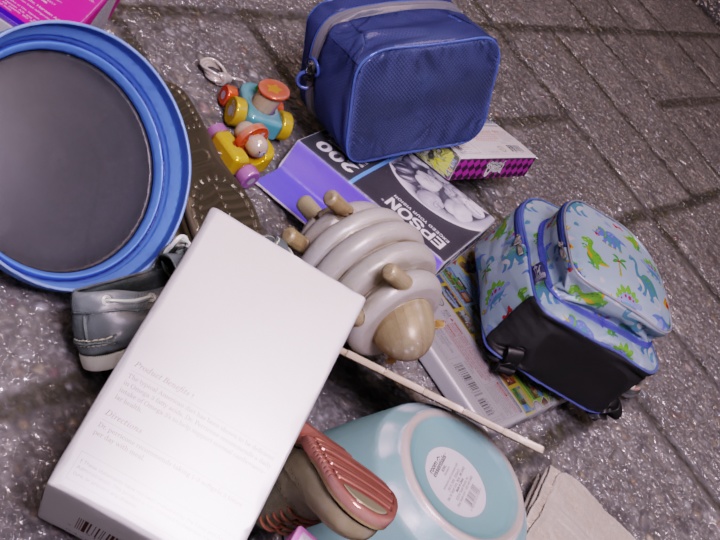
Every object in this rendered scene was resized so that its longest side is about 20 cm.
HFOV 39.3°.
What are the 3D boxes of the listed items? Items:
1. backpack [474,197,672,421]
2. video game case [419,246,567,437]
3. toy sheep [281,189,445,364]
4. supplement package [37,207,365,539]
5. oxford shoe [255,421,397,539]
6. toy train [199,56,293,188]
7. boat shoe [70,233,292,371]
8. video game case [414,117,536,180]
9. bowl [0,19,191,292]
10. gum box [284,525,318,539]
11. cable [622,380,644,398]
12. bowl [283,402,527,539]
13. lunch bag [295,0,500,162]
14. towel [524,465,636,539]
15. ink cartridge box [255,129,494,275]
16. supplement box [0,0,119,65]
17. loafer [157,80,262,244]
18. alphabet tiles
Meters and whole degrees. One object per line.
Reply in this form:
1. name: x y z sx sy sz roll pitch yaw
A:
1. backpack: 0.217 0.018 1.038 0.182 0.147 0.201 27 34 -25
2. video game case: 0.116 0.067 1.031 0.181 0.023 0.201 -11 60 -50
3. toy sheep: 0.000 0.000 0.894 0.137 0.138 0.201 -1 48 -45
4. supplement package: -0.100 0.085 0.641 0.116 0.117 0.201 31 61 -5
5. oxford shoe: -0.031 0.150 0.666 0.071 0.074 0.200 37 -7 -12
6. toy train: -0.137 -0.162 0.989 0.150 0.056 0.200 38 35 -4
7. boat shoe: -0.131 0.007 0.764 0.199 0.073 0.062 -30 112 -38
8. video game case: 0.096 -0.174 1.208 0.181 0.036 0.199 42 27 23
9. bowl: -0.220 -0.083 0.755 0.200 0.039 0.202 3 85 -43
10. gum box: -0.003 0.266 0.617 0.200 0.114 0.066 41 35 -3
11. cable: 0.298 0.073 1.179 0.097 0.050 0.200 33 37 -5
12. bowl: 0.050 0.182 0.770 0.200 0.105 0.202 27 37 -23
13. lunch bag: 0.028 -0.208 1.048 0.199 0.137 0.133 -11 44 -26
14. towel: 0.215 0.278 0.896 0.200 0.034 0.132 46 36 2
15. ink cartridge box: 0.021 -0.072 1.044 0.198 0.044 0.200 40 34 10
16. supplement box: -0.284 -0.221 0.867 0.103 0.101 0.201 34 35 -13
17. loafer: -0.148 -0.065 0.872 0.076 0.067 0.201 -16 80 -47
18. alphabet tiles: 0.052 0.101 0.841 0.199 0.008 0.167 26 -5 6
